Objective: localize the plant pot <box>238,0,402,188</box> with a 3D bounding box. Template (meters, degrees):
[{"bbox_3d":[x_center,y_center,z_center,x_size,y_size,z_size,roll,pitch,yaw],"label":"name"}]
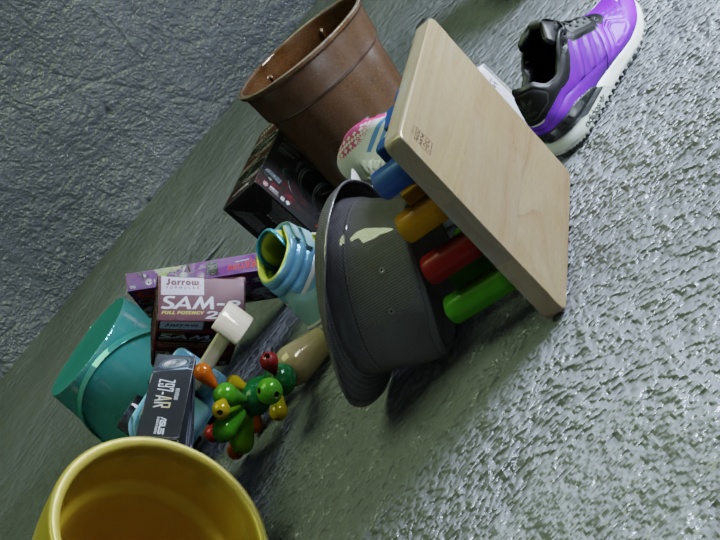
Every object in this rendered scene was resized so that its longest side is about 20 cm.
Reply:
[{"bbox_3d":[-0.019,-0.212,1.415,0.199,0.199,0.201,-35,21,16],"label":"plant pot"}]

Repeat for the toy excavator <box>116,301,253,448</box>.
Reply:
[{"bbox_3d":[-0.195,0.135,1.285,0.196,0.099,0.200,-57,6,-12],"label":"toy excavator"}]

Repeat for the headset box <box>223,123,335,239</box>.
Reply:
[{"bbox_3d":[-0.081,-0.113,1.480,0.077,0.149,0.201,-34,24,37],"label":"headset box"}]

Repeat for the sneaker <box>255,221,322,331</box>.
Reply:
[{"bbox_3d":[-0.051,-0.031,1.280,0.079,0.130,0.201,-37,22,37],"label":"sneaker"}]

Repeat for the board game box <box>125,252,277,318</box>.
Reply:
[{"bbox_3d":[-0.188,0.018,1.401,0.120,0.196,0.033,79,-178,-67],"label":"board game box"}]

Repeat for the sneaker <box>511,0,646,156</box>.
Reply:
[{"bbox_3d":[0.206,-0.218,1.070,0.069,0.099,0.202,-17,39,56],"label":"sneaker"}]

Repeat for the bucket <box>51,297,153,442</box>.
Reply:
[{"bbox_3d":[-0.354,0.151,1.643,0.207,0.134,0.208,-45,20,21],"label":"bucket"}]

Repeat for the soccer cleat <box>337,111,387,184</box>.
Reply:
[{"bbox_3d":[0.030,-0.113,1.089,0.199,0.069,0.087,-27,41,54],"label":"soccer cleat"}]

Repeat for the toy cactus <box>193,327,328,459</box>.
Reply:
[{"bbox_3d":[-0.104,0.119,1.182,0.165,0.102,0.200,-40,-10,-25],"label":"toy cactus"}]

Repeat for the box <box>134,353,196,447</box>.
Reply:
[{"bbox_3d":[-0.199,0.212,1.124,0.161,0.043,0.203,-96,10,-66],"label":"box"}]

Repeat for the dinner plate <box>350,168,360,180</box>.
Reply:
[{"bbox_3d":[0.000,0.000,1.103,0.200,0.024,0.204,1,-90,-89],"label":"dinner plate"}]

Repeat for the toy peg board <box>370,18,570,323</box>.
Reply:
[{"bbox_3d":[0.078,-0.070,0.928,0.097,0.199,0.201,-34,24,31],"label":"toy peg board"}]

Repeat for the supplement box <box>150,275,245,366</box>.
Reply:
[{"bbox_3d":[-0.208,0.068,1.391,0.200,0.107,0.062,120,149,-66],"label":"supplement box"}]

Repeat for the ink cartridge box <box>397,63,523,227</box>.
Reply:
[{"bbox_3d":[0.076,-0.117,1.213,0.199,0.085,0.149,-18,39,56],"label":"ink cartridge box"}]

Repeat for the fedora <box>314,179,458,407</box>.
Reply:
[{"bbox_3d":[0.033,0.016,0.975,0.089,0.204,0.176,-7,5,25],"label":"fedora"}]

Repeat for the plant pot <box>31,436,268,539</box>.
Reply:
[{"bbox_3d":[-0.205,0.283,0.972,0.190,0.199,0.202,-56,12,34],"label":"plant pot"}]
